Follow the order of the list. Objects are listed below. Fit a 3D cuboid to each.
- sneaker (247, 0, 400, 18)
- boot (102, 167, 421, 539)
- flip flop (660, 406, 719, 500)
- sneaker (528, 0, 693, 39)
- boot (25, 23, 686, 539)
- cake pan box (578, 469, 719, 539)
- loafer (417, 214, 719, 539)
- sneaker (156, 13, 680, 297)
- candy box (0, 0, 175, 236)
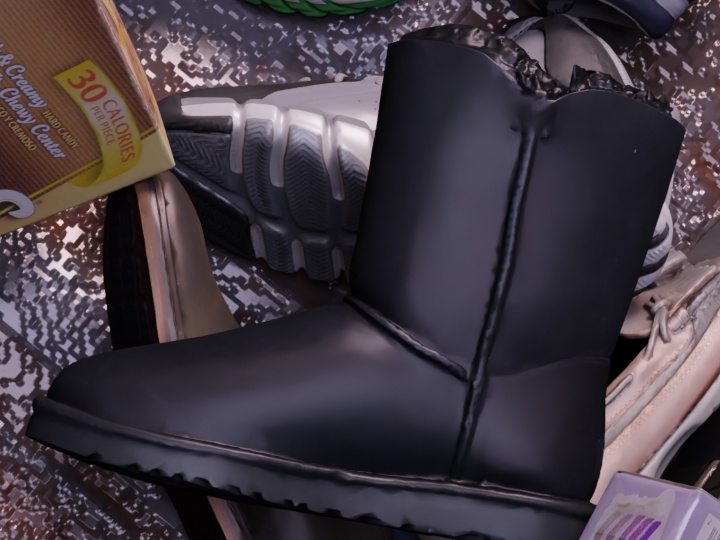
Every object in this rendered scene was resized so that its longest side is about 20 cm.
[{"bbox_3d":[-0.054,-0.157,1.085,0.200,0.085,0.078,23,75,-6],"label":"sneaker"},{"bbox_3d":[-0.030,0.051,1.057,0.097,0.075,0.200,-13,92,-19],"label":"boot"},{"bbox_3d":[0.139,0.093,1.080,0.058,0.081,0.200,41,68,-15],"label":"flip flop"},{"bbox_3d":[0.063,-0.170,1.117,0.200,0.070,0.109,37,94,14],"label":"sneaker"},{"bbox_3d":[0.000,0.000,0.983,0.200,0.076,0.168,10,84,-4],"label":"boot"},{"bbox_3d":[0.114,0.189,0.964,0.200,0.052,0.184,35,75,-30],"label":"cake pan box"},{"bbox_3d":[0.091,0.042,1.060,0.063,0.072,0.200,41,60,-10],"label":"loafer"},{"bbox_3d":[0.025,-0.053,1.096,0.200,0.075,0.116,12,47,9],"label":"sneaker"},{"bbox_3d":[-0.176,-0.052,0.998,0.200,0.115,0.055,-21,48,1],"label":"candy box"}]
